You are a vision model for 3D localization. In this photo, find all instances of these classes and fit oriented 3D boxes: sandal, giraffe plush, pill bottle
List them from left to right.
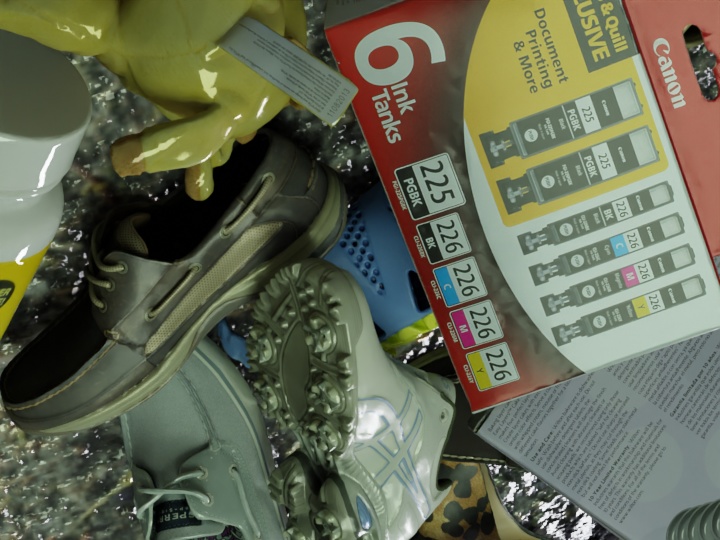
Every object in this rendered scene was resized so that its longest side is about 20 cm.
[{"bbox_3d":[-0.201,-0.013,1.122,0.114,0.115,0.201,9,128,-32],"label":"pill bottle"},{"bbox_3d":[-0.071,-0.118,1.069,0.172,0.200,0.162,-38,171,-2],"label":"giraffe plush"},{"bbox_3d":[0.000,0.000,1.264,0.087,0.080,0.200,25,117,-36],"label":"sandal"}]

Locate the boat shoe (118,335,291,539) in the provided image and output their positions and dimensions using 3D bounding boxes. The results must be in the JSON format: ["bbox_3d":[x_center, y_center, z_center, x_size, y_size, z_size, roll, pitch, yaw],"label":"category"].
[{"bbox_3d":[-0.079,0.119,1.280,0.070,0.072,0.202,-17,105,21],"label":"boat shoe"}]

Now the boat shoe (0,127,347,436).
[{"bbox_3d":[-0.102,-0.001,1.224,0.200,0.075,0.073,-39,128,1],"label":"boat shoe"}]

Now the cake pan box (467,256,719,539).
[{"bbox_3d":[0.183,0.052,1.309,0.184,0.052,0.201,33,91,-5],"label":"cake pan box"}]

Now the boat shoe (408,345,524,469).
[{"bbox_3d":[0.111,0.074,1.363,0.199,0.065,0.074,-6,110,2],"label":"boat shoe"}]

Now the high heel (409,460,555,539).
[{"bbox_3d":[0.105,0.156,1.474,0.199,0.072,0.143,6,131,-24],"label":"high heel"}]

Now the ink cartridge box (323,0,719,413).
[{"bbox_3d":[0.097,-0.063,1.161,0.175,0.084,0.201,-20,110,7],"label":"ink cartridge box"}]

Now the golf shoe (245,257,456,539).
[{"bbox_3d":[0.002,0.061,1.246,0.097,0.078,0.201,-31,139,-26],"label":"golf shoe"}]

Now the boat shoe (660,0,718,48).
[{"bbox_3d":[0.227,-0.161,1.210,0.199,0.076,0.072,-29,138,3],"label":"boat shoe"}]
